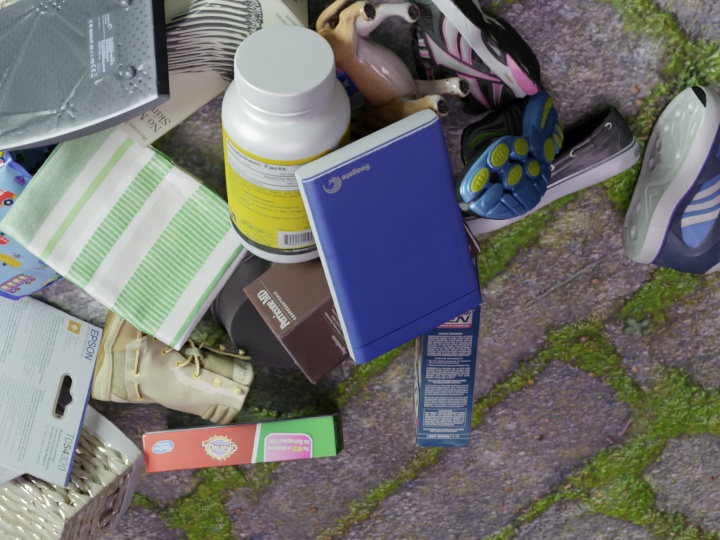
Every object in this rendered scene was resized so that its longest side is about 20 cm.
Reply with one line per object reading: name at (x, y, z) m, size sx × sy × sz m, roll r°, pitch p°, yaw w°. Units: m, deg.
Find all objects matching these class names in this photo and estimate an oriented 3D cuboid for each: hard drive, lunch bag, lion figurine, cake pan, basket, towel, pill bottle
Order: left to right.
lunch bag at (-0.326, -0.045, 1.467) m, size 0.150 × 0.095 × 0.200 m, roll -29°, pitch 135°, yaw 17°
basket at (-0.342, 0.198, 1.570) m, size 0.199 × 0.123 × 0.136 m, roll 37°, pitch 138°, yaw 11°
hard drive at (-0.252, -0.176, 1.318) m, size 0.198 × 0.136 × 0.042 m, roll -13°, pitch 163°, yaw 23°
towel at (-0.206, -0.041, 1.396) m, size 0.199 × 0.153 × 0.023 m, roll 38°, pitch 162°, yaw -16°
pill bottle at (-0.064, -0.110, 1.332) m, size 0.111 × 0.113 × 0.201 m, roll -1°, pitch 140°, yaw -2°
cake pan at (-0.050, 0.035, 1.535) m, size 0.198 × 0.037 × 0.201 m, roll -9°, pitch 144°, yaw -7°
lion figurine at (0.013, -0.173, 1.335) m, size 0.122 × 0.073 × 0.201 m, roll -7°, pitch 124°, yaw 45°
hard drive at (0.028, -0.026, 1.331) m, size 0.131 × 0.025 × 0.201 m, roll -26°, pitch 126°, yaw -13°

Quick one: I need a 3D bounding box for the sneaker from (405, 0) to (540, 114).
sneaker at (0.075, -0.204, 1.350) m, size 0.086 × 0.081 × 0.200 m, roll -31°, pitch 124°, yaw 23°

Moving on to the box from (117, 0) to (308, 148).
box at (-0.144, -0.201, 1.348) m, size 0.199 × 0.069 × 0.082 m, roll -34°, pitch 125°, yaw 23°

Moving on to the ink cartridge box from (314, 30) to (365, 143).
ink cartridge box at (-0.019, -0.125, 1.438) m, size 0.119 × 0.042 × 0.200 m, roll -30°, pitch 124°, yaw 20°

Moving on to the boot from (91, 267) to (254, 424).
boot at (-0.176, 0.075, 1.493) m, size 0.154 × 0.073 × 0.201 m, roll 15°, pitch 136°, yaw -7°

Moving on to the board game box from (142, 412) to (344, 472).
board game box at (-0.120, 0.182, 1.626) m, size 0.197 × 0.153 × 0.041 m, roll -6°, pitch 86°, yaw 3°

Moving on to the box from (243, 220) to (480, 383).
box at (0.000, 0.000, 1.412) m, size 0.200 × 0.100 × 0.075 m, roll -40°, pitch 126°, yaw -3°

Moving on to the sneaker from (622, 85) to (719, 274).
sneaker at (0.349, -0.083, 1.471) m, size 0.145 × 0.081 × 0.201 m, roll 4°, pitch 127°, yaw -17°

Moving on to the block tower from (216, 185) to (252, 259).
block tower at (-0.165, -0.023, 1.505) m, size 0.199 × 0.054 × 0.058 m, roll -28°, pitch 127°, yaw 19°

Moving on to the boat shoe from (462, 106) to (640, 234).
boat shoe at (0.167, -0.096, 1.459) m, size 0.198 × 0.069 × 0.057 m, roll -24°, pitch 112°, yaw 13°

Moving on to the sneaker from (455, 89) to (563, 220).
sneaker at (0.125, -0.097, 1.370) m, size 0.082 × 0.200 × 0.071 m, roll -19°, pitch 110°, yaw 30°

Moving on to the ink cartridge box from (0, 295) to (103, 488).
ink cartridge box at (-0.366, 0.105, 1.508) m, size 0.199 × 0.198 × 0.043 m, roll 28°, pitch 136°, yaw -22°

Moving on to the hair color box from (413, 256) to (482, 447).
hair color box at (0.088, 0.077, 1.570) m, size 0.060 × 0.101 × 0.202 m, roll 1°, pitch 130°, yaw -2°
